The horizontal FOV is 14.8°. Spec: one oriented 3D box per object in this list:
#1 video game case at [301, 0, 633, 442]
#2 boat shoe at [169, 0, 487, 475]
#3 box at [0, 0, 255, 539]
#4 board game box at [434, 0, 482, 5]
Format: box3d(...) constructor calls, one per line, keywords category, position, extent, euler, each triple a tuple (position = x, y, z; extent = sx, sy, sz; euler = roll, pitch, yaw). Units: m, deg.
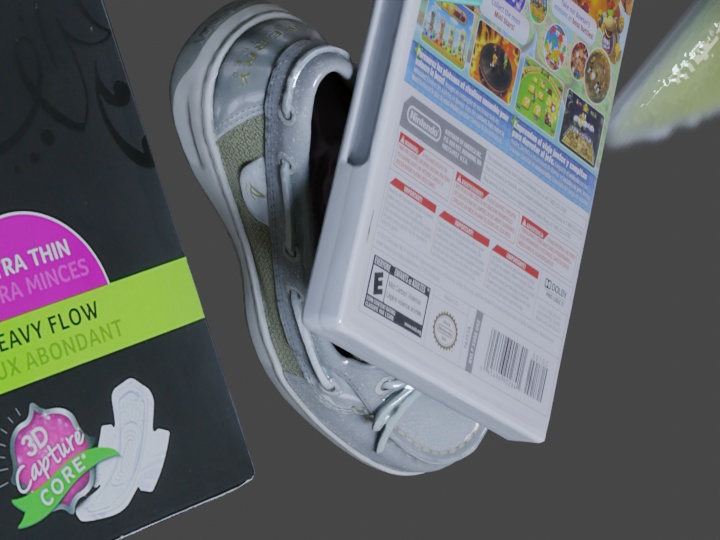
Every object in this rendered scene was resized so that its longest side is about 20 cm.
box3d(category="video game case", position=(0.044, -0.057, 0.929), extent=(0.143, 0.018, 0.201), euler=(31, 68, -54))
box3d(category="boat shoe", position=(0.001, -0.002, 0.942), extent=(0.074, 0.065, 0.202), euler=(-39, 128, -22))
box3d(category="box", position=(-0.151, 0.019, 0.647), extent=(0.200, 0.124, 0.149), euler=(-21, 94, -43))
box3d(category="board game box", position=(-0.005, -0.192, 0.798), extent=(0.045, 0.152, 0.201), euler=(1, 107, -40))
